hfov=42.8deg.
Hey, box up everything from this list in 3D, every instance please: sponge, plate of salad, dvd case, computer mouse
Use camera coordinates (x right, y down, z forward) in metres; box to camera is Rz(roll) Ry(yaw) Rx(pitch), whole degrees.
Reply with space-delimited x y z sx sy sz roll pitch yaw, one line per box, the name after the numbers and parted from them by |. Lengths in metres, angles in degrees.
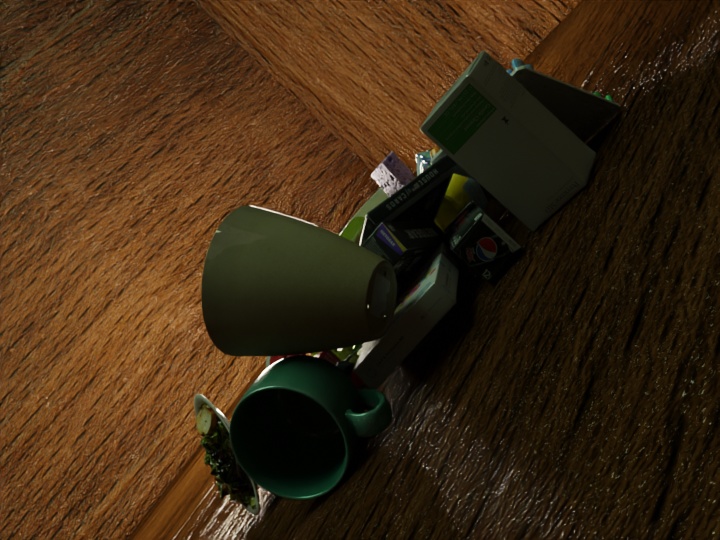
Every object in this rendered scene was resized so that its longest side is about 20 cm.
0.101 -0.108 1.551 0.030 0.200 0.112 -44 2 -12 | sponge
-0.211 0.283 1.386 0.047 0.203 0.200 -26 -5 -25 | plate of salad
0.058 -0.070 1.291 0.149 0.025 0.201 -38 -15 -18 | dvd case
-0.003 0.132 1.347 0.201 0.034 0.059 -49 -17 2 | computer mouse

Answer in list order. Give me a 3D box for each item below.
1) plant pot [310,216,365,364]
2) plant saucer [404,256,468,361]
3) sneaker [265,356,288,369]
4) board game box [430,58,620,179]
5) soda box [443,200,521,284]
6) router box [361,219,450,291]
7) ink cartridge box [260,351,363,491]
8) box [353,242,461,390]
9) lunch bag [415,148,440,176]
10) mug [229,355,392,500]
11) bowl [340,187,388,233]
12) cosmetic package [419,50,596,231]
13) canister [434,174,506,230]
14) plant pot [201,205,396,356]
-0.017 0.035 1.590 0.181 0.199 0.200 -39 8 27 | plant pot
0.091 0.064 1.306 0.201 0.032 0.200 -49 6 6 | plant saucer
-0.091 0.086 1.349 0.116 0.077 0.205 -136 50 -71 | sneaker
0.224 -0.193 1.268 0.200 0.197 0.026 -46 47 40 | board game box
0.161 -0.042 1.235 0.064 0.071 0.200 -48 4 9 | soda box
0.033 0.004 1.276 0.158 0.052 0.199 -48 -15 19 | router box
-0.102 0.233 1.426 0.201 0.084 0.145 -51 5 -25 | ink cartridge box
0.065 0.054 1.193 0.156 0.041 0.200 -48 6 17 | box
0.188 -0.191 1.738 0.157 0.084 0.200 -5 8 1 | lunch bag
-0.056 0.187 1.119 0.115 0.182 0.155 -54 -20 -64 | mug
0.059 -0.040 1.754 0.200 0.074 0.202 -47 48 23 | bowl
0.187 -0.162 1.157 0.108 0.199 0.085 -46 6 40 | cosmetic package
0.189 -0.149 1.411 0.086 0.149 0.201 19 65 41 | canister
-0.062 0.023 1.121 0.196 0.190 0.188 6 36 26 | plant pot
